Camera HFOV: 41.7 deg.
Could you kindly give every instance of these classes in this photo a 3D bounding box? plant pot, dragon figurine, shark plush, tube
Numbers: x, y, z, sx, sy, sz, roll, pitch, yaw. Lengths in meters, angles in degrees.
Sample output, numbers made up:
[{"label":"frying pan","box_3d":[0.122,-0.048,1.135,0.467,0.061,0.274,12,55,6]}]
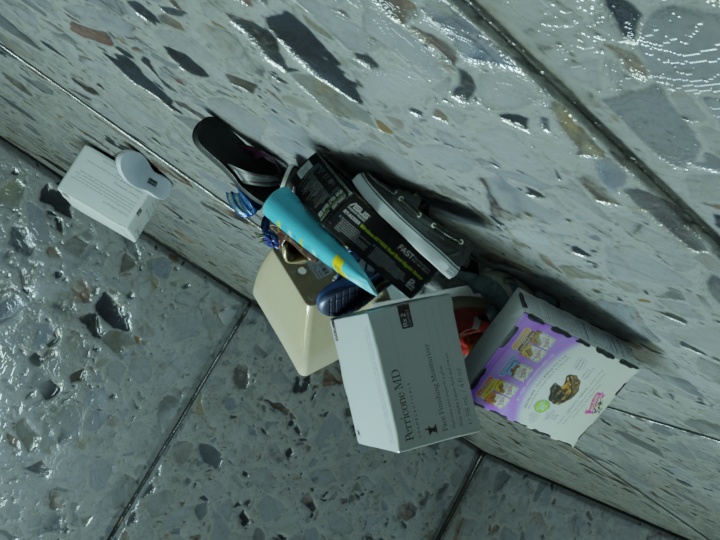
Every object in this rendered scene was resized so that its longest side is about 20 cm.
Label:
[{"label":"plant pot","box_3d":[-0.061,0.026,1.633,0.200,0.200,0.177,57,162,25]},{"label":"dragon figurine","box_3d":[-0.179,-0.125,1.541,0.200,0.099,0.059,46,153,-10]},{"label":"shark plush","box_3d":[0.205,0.045,1.383,0.200,0.083,0.091,35,168,-25]},{"label":"tube","box_3d":[-0.049,-0.035,1.288,0.200,0.050,0.077,42,-178,20]}]

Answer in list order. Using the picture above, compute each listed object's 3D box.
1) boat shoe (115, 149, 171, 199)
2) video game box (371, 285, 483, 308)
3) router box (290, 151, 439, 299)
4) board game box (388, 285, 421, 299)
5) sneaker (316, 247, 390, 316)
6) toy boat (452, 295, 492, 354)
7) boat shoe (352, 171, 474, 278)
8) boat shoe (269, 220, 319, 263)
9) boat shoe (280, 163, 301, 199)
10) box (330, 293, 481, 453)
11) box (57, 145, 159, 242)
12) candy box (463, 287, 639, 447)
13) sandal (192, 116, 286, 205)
[{"label":"boat shoe","box_3d":[-0.497,-0.219,2.113,0.066,0.070,0.200,23,175,25]},{"label":"video game box","box_3d":[0.143,0.091,1.613,0.199,0.047,0.182,-11,153,21]},{"label":"router box","box_3d":[0.005,-0.064,1.335,0.200,0.062,0.150,39,-172,-35]},{"label":"board game box","box_3d":[0.042,0.043,1.866,0.147,0.064,0.200,29,168,7]},{"label":"sneaker","box_3d":[0.000,0.000,1.472,0.082,0.200,0.074,43,148,21]},{"label":"toy boat","box_3d":[0.187,0.121,1.481,0.199,0.131,0.131,6,151,-10]},{"label":"boat shoe","box_3d":[0.071,-0.072,1.260,0.200,0.057,0.069,45,-173,23]},{"label":"boat shoe","box_3d":[-0.098,-0.046,1.416,0.072,0.072,0.200,29,175,-28]},{"label":"boat shoe","box_3d":[-0.084,-0.106,1.492,0.060,0.074,0.200,21,164,12]},{"label":"box","box_3d":[0.059,0.147,1.368,0.130,0.200,0.200,-13,178,-18]},{"label":"box","box_3d":[-0.624,-0.188,2.362,0.200,0.131,0.199,31,170,-3]},{"label":"candy box","box_3d":[0.268,0.143,1.365,0.200,0.168,0.072,25,-153,-15]},{"label":"sandal","box_3d":[-0.174,-0.165,1.478,0.200,0.076,0.048,36,150,-28]}]
